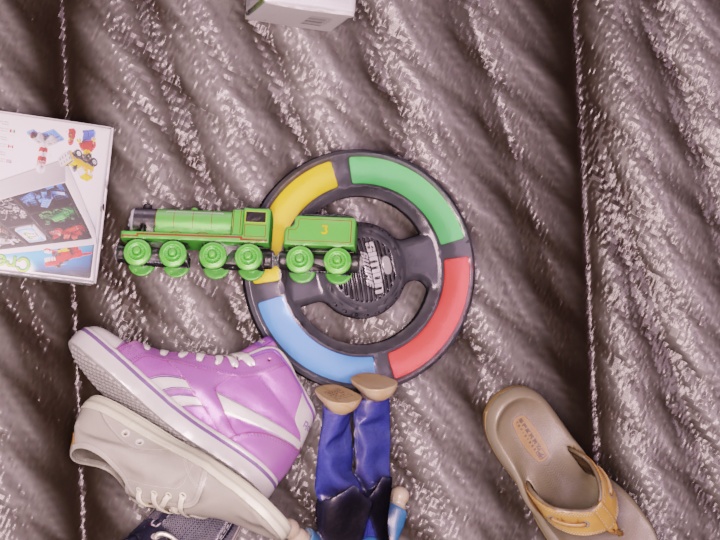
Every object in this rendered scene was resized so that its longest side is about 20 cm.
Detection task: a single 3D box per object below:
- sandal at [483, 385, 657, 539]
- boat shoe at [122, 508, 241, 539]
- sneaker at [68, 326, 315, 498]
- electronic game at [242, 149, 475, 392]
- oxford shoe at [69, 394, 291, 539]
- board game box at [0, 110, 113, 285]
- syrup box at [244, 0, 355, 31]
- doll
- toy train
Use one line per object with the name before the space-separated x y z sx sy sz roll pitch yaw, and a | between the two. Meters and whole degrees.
sandal | 0.179 0.183 1.510 0.080 0.054 0.200 -39 98 -14
boat shoe | -0.158 0.237 1.397 0.075 0.093 0.200 47 76 -9
sneaker | -0.128 0.084 1.428 0.200 0.073 0.115 36 70 -7
electronic game | 0.000 0.000 1.480 0.199 0.042 0.201 1 87 -16
oxford shoe | -0.143 0.165 1.386 0.199 0.075 0.058 26 68 17
board game box | -0.299 -0.063 1.399 0.199 0.035 0.127 8 85 -16
syrup box | -0.043 -0.304 1.461 0.081 0.079 0.201 6 86 -16
doll | -0.009 0.189 1.448 0.136 0.048 0.201 -16 113 -40
toy train | -0.096 -0.023 1.429 0.199 0.042 0.057 3 74 2
